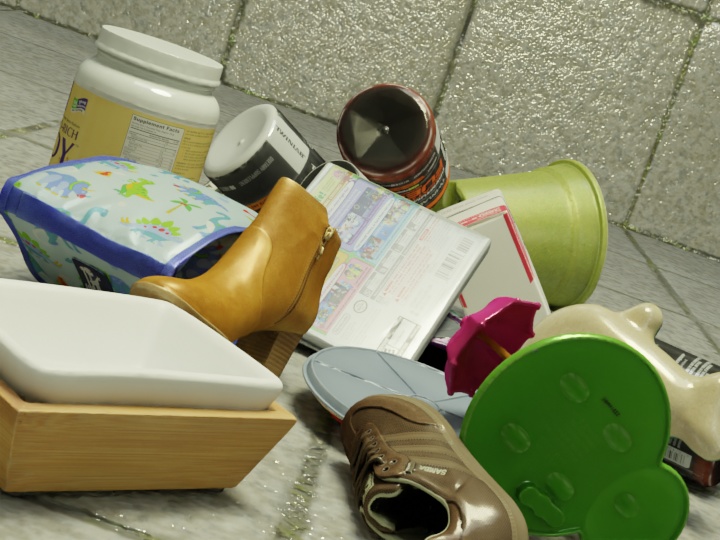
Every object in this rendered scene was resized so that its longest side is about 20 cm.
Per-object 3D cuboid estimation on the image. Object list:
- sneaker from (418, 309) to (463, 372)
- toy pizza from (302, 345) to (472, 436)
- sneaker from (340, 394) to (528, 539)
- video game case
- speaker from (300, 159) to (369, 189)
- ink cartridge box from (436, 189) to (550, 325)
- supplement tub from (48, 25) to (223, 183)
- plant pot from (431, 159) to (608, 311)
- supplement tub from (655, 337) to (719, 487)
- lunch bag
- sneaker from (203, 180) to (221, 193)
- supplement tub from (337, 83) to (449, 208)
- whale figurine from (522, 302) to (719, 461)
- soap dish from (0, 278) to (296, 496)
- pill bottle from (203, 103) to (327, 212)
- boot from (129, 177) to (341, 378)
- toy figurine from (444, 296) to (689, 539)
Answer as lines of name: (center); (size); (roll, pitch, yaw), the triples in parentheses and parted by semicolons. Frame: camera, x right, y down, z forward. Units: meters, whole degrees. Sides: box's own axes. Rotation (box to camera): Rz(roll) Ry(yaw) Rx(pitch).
sneaker: (0.045, 0.055, 1.306); (0.199, 0.075, 0.087); (27, 18, 30)
toy pizza: (0.045, 0.117, 1.095); (0.199, 0.032, 0.200); (20, 14, -5)
sneaker: (0.027, 0.132, 0.900); (0.075, 0.071, 0.200); (6, 15, -33)
video game case: (0.000, 0.000, 1.292); (0.181, 0.022, 0.200); (26, 51, 13)
speaker: (0.015, -0.032, 1.463); (0.081, 0.081, 0.200); (30, -8, 43)
ink cartridge box: (0.144, 0.001, 1.513); (0.084, 0.146, 0.200); (-22, 8, 7)
supplement tub: (-0.221, -0.122, 1.358); (0.144, 0.201, 0.145); (18, 11, -4)
plant pot: (0.186, -0.046, 1.798); (0.183, 0.202, 0.200); (0, 18, -25)
supplement tub: (0.257, 0.113, 1.295); (0.199, 0.108, 0.107); (25, 12, 27)
lunch bag: (-0.175, -0.018, 1.132); (0.169, 0.128, 0.200); (24, 2, 20)
sneaker: (-0.143, -0.075, 1.657); (0.085, 0.074, 0.200); (52, -10, -15)
supplement tub: (0.042, -0.123, 1.539); (0.106, 0.108, 0.200); (22, -9, 15)
whale figurine: (0.228, 0.108, 1.187); (0.199, 0.160, 0.104); (11, -18, 31)
soap dish: (-0.161, 0.070, 0.840); (0.199, 0.082, 0.157); (8, 16, -45)
pill bottle: (-0.071, -0.078, 1.529); (0.200, 0.106, 0.106); (46, -4, -30)
boot: (-0.086, -0.007, 1.039); (0.070, 0.145, 0.201); (15, -14, 29)
toy figurine: (0.136, 0.097, 1.022); (0.200, 0.150, 0.184); (46, 6, -23)
